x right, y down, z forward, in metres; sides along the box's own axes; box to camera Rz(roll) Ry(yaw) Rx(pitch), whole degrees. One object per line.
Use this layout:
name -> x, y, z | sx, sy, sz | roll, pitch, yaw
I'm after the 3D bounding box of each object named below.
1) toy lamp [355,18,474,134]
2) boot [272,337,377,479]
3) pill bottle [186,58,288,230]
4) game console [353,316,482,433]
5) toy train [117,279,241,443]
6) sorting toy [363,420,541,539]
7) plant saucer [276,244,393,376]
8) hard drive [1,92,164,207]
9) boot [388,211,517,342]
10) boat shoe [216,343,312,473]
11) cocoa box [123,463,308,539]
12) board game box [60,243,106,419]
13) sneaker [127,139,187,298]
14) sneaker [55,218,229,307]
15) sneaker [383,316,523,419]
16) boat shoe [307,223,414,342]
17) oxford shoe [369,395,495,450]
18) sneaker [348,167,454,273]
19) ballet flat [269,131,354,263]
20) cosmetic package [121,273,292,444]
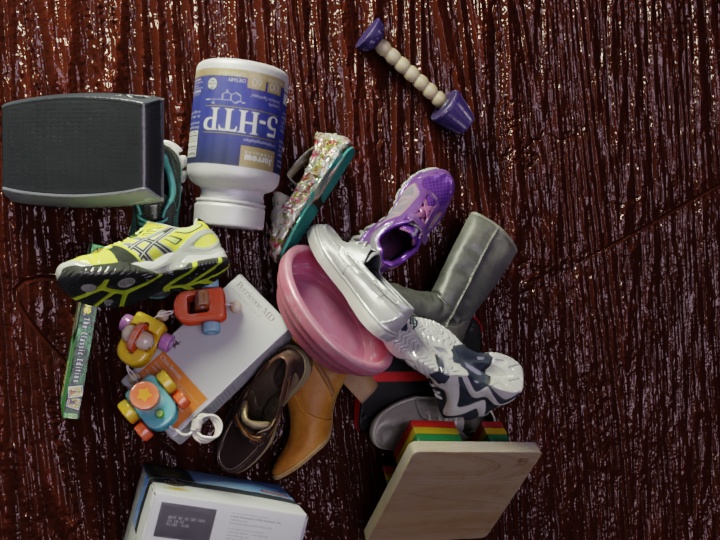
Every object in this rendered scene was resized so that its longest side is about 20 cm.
toy lamp -> 0.082, -0.271, 1.148 | 0.199, 0.058, 0.058 | 38, 79, -16
boot -> -0.087, 0.168, 1.098 | 0.201, 0.071, 0.144 | -45, 97, -12
pill bottle -> -0.158, -0.155, 1.021 | 0.119, 0.120, 0.202 | 5, 90, -22
game console -> 0.087, 0.147, 1.183 | 0.198, 0.031, 0.179 | 2, 96, -21
toy train -> -0.220, 0.102, 0.959 | 0.149, 0.056, 0.202 | -1, 70, -2
sorting toy -> 0.119, 0.294, 1.135 | 0.198, 0.070, 0.200 | 5, 127, -23
plant saucer -> -0.040, 0.059, 1.054 | 0.051, 0.201, 0.200 | -39, 109, 21
hard drive -> -0.330, -0.143, 0.944 | 0.198, 0.042, 0.136 | 1, 92, 10
boot -> 0.124, 0.002, 1.139 | 0.182, 0.072, 0.201 | 39, 79, -32
boat shoe -> -0.136, 0.184, 1.037 | 0.072, 0.072, 0.201 | 39, 105, 11
cocoa box -> -0.190, 0.338, 1.020 | 0.198, 0.131, 0.135 | 15, 87, -22
board game box -> -0.334, 0.068, 0.967 | 0.023, 0.105, 0.202 | 10, 89, -24
sneaker -> -0.257, -0.065, 0.995 | 0.077, 0.091, 0.202 | 0, 91, -6
sneaker -> -0.254, -0.012, 0.930 | 0.199, 0.075, 0.077 | -9, 62, -38
sneaker -> 0.108, 0.146, 1.091 | 0.197, 0.130, 0.080 | 18, 47, -10
boat shoe -> 0.000, 0.000, 1.050 | 0.069, 0.201, 0.072 | -44, 143, 14
oxford shoe -> 0.109, 0.219, 1.155 | 0.198, 0.058, 0.076 | -3, 99, -20
sneaker -> 0.071, -0.066, 1.134 | 0.200, 0.088, 0.081 | -47, 106, -15
ballet flat -> -0.080, -0.103, 1.092 | 0.064, 0.076, 0.201 | 29, 75, 11
cosmetic package -> -0.191, 0.113, 1.025 | 0.101, 0.071, 0.200 | 43, 75, 9
